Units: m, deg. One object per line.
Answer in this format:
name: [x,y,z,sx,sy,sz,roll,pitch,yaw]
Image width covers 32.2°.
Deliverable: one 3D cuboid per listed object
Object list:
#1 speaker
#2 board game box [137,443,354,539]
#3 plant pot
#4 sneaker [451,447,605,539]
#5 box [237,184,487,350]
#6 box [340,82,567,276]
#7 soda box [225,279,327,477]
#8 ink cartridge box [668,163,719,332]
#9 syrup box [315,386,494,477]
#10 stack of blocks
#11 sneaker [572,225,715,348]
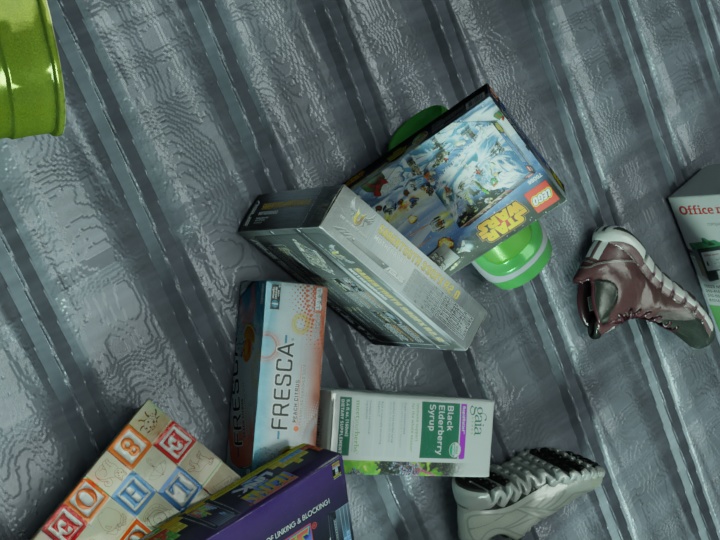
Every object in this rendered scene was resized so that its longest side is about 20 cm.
speaker: [0.116,-0.075,1.302,0.200,0.088,0.089,49,65,-23]
board game box: [-0.088,0.268,1.081,0.199,0.056,0.166,-26,116,-43]
plant pot: [-0.348,-0.179,0.949,0.192,0.200,0.202,-16,98,-20]
sneaker: [0.181,0.245,1.356,0.199,0.075,0.082,-7,107,-31]
box: [0.000,0.000,1.180,0.200,0.158,0.049,40,69,-26]
box: [0.084,-0.072,1.232,0.137,0.199,0.040,49,20,-22]
soda box: [-0.080,0.111,1.179,0.068,0.063,0.202,7,85,-28]
ink cartridge box: [0.477,-0.025,1.504,0.084,0.146,0.201,-34,106,-28]
syrup box: [0.033,0.161,1.245,0.199,0.081,0.079,7,85,-32]
stack of blocks: [-0.207,0.227,1.078,0.115,0.059,0.200,41,67,-5]
sneaker: [0.316,0.051,1.448,0.200,0.076,0.116,43,72,-14]
